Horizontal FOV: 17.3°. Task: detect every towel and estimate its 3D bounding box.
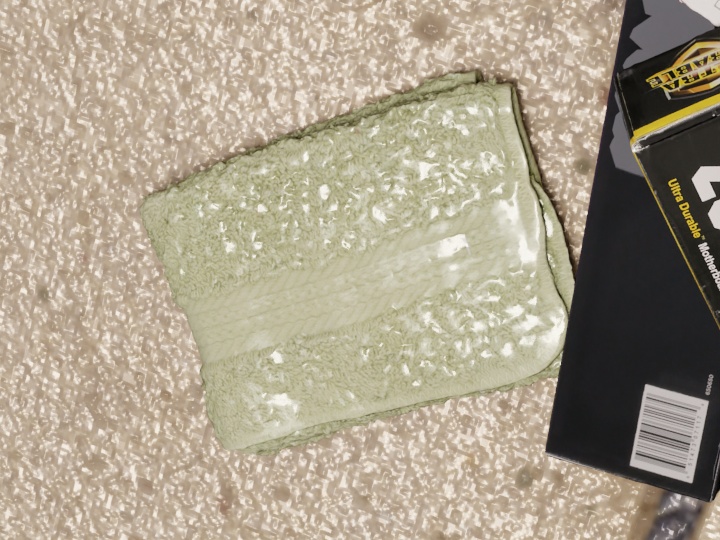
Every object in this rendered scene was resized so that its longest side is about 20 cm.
[{"bbox_3d":[0.000,0.000,1.094,0.199,0.036,0.149,-16,96,24],"label":"towel"}]

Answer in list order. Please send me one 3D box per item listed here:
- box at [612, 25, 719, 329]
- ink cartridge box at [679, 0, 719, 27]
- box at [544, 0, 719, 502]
[{"bbox_3d":[0.200,-0.018,0.851,0.159,0.050,0.201,-21,127,13],"label":"box"},{"bbox_3d":[0.206,-0.129,0.852,0.199,0.050,0.161,30,101,-24],"label":"ink cartridge box"},{"bbox_3d":[0.144,-0.027,0.975,0.078,0.141,0.201,15,108,19],"label":"box"}]
